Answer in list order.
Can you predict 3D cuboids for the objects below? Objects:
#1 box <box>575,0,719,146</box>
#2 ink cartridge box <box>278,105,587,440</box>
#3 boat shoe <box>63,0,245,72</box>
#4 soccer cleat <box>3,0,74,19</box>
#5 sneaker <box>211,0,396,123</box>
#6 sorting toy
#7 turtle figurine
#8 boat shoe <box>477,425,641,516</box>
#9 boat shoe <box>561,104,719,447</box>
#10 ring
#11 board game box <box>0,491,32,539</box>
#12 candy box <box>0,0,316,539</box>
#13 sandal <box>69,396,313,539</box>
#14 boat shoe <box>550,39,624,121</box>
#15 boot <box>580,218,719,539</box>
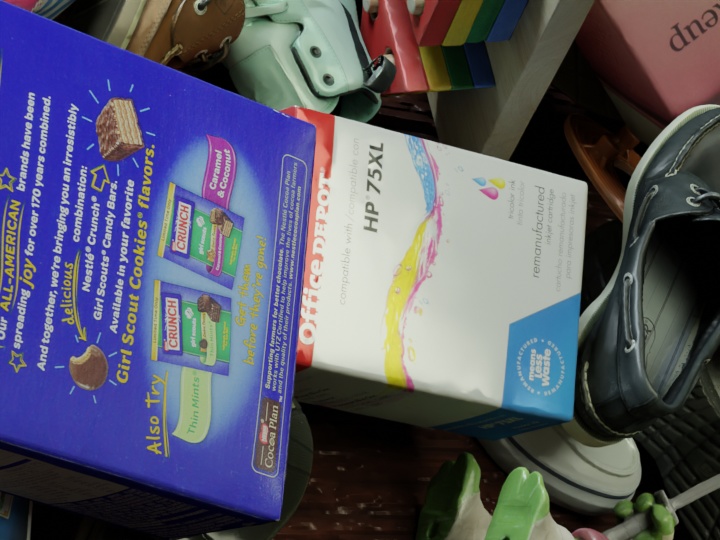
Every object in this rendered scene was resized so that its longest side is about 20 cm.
[{"bbox_3d":[0.162,-0.166,1.481,0.200,0.128,0.109,54,-4,-27],"label":"box"},{"bbox_3d":[0.000,0.000,1.293,0.199,0.067,0.117,13,74,-30],"label":"ink cartridge box"},{"bbox_3d":[-0.081,-0.116,1.271,0.068,0.072,0.200,30,79,-26],"label":"boat shoe"},{"bbox_3d":[-0.166,-0.113,1.198,0.070,0.086,0.200,43,23,6],"label":"soccer cleat"},{"bbox_3d":[-0.062,-0.121,1.349,0.200,0.074,0.118,10,51,-48],"label":"sneaker"},{"bbox_3d":[0.034,-0.168,1.417,0.069,0.199,0.201,-5,63,-18],"label":"sorting toy"},{"bbox_3d":[0.139,0.123,1.349,0.194,0.200,0.144,26,23,-26],"label":"turtle figurine"},{"bbox_3d":[0.078,0.041,1.406,0.200,0.067,0.074,42,40,-21],"label":"boat shoe"},{"bbox_3d":[0.158,-0.004,1.395,0.075,0.066,0.200,46,57,-19],"label":"boat shoe"},{"bbox_3d":[0.182,-0.013,1.535,0.200,0.019,0.201,43,15,-14],"label":"ring"},{"bbox_3d":[-0.179,0.011,1.122,0.126,0.035,0.201,20,65,-41],"label":"board game box"},{"bbox_3d":[-0.120,-0.002,1.099,0.200,0.077,0.170,22,64,-37],"label":"candy box"},{"bbox_3d":[-0.088,0.113,1.181,0.080,0.057,0.201,44,55,-17],"label":"sandal"},{"bbox_3d":[0.142,-0.119,1.600,0.200,0.068,0.072,21,93,-38],"label":"boat shoe"},{"bbox_3d":[0.182,0.072,1.522,0.131,0.068,0.200,13,47,-62],"label":"boot"}]
